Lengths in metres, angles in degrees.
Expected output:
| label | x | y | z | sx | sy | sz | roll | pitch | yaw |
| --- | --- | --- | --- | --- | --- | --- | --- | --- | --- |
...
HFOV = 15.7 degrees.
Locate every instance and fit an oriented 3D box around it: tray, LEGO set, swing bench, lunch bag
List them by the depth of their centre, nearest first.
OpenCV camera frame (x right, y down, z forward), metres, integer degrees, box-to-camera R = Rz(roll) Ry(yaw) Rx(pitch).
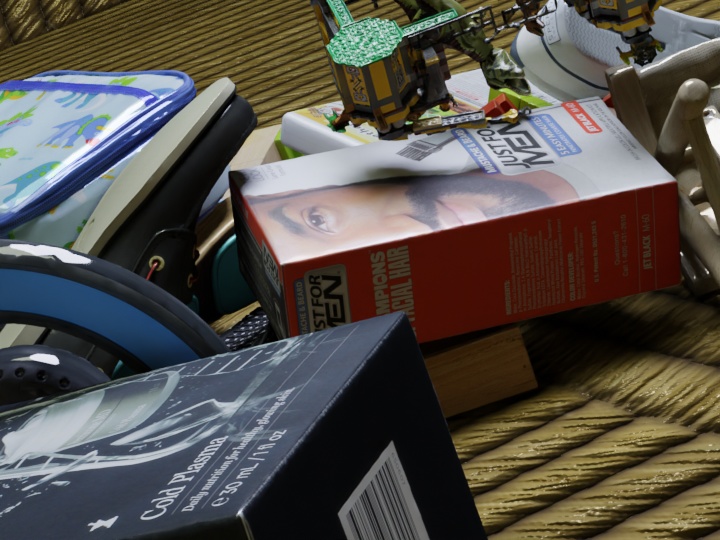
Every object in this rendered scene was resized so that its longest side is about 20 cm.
| label | x | y | z | sx | sy | sz | roll | pitch | yaw |
| --- | --- | --- | --- | --- | --- | --- | --- | --- | --- |
| swing bench | 0.246 | -0.067 | 1.283 | 0.198 | 0.130 | 0.200 | -20 | 8 | -2 |
| tray | -0.016 | 0.064 | 1.305 | 0.199 | 0.037 | 0.099 | -18 | 13 | 1 |
| LEGO set | 0.062 | -0.117 | 1.325 | 0.199 | 0.116 | 0.154 | -27 | 41 | -11 |
| lunch bag | -0.171 | -0.045 | 1.408 | 0.161 | 0.083 | 0.200 | -36 | 24 | -26 |

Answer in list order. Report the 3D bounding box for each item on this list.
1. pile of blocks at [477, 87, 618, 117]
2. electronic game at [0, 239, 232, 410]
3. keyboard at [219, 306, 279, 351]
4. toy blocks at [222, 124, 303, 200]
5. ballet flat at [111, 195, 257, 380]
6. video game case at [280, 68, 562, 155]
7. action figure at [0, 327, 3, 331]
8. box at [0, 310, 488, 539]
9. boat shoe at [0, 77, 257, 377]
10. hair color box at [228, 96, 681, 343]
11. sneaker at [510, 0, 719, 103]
| label | x | y | z | sx | sy | sz | roll | pitch | yaw |
| --- | --- | --- | --- | --- | --- | --- | --- | --- | --- |
| pile of blocks | 0.126 | -0.079 | 1.408 | 0.199 | 0.062 | 0.082 | -1 | 24 | -21 |
| electronic game | -0.137 | 0.068 | 1.120 | 0.199 | 0.200 | 0.042 | -13 | 35 | 22 |
| keyboard | -0.065 | 0.037 | 1.317 | 0.104 | 0.040 | 0.200 | -12 | 16 | 31 |
| toy blocks | -0.127 | -0.029 | 1.733 | 0.199 | 0.100 | 0.137 | -13 | 26 | 23 |
| ballet flat | -0.098 | 0.002 | 1.382 | 0.063 | 0.069 | 0.200 | 32 | 51 | 24 |
| video game case | 0.087 | -0.064 | 1.470 | 0.200 | 0.023 | 0.182 | 26 | 29 | 37 |
| action figure | -0.153 | 0.048 | 1.464 | 0.134 | 0.149 | 0.200 | -29 | 36 | -22 |
| box | -0.077 | 0.121 | 0.981 | 0.196 | 0.124 | 0.200 | -15 | 14 | 22 |
| boat shoe | -0.112 | -0.003 | 1.281 | 0.202 | 0.063 | 0.074 | -55 | 12 | -6 |
| hair color box | 0.045 | -0.021 | 1.286 | 0.199 | 0.064 | 0.111 | -13 | 29 | -12 |
| sneaker | 0.176 | -0.108 | 1.478 | 0.199 | 0.073 | 0.071 | 23 | -21 | -24 |
